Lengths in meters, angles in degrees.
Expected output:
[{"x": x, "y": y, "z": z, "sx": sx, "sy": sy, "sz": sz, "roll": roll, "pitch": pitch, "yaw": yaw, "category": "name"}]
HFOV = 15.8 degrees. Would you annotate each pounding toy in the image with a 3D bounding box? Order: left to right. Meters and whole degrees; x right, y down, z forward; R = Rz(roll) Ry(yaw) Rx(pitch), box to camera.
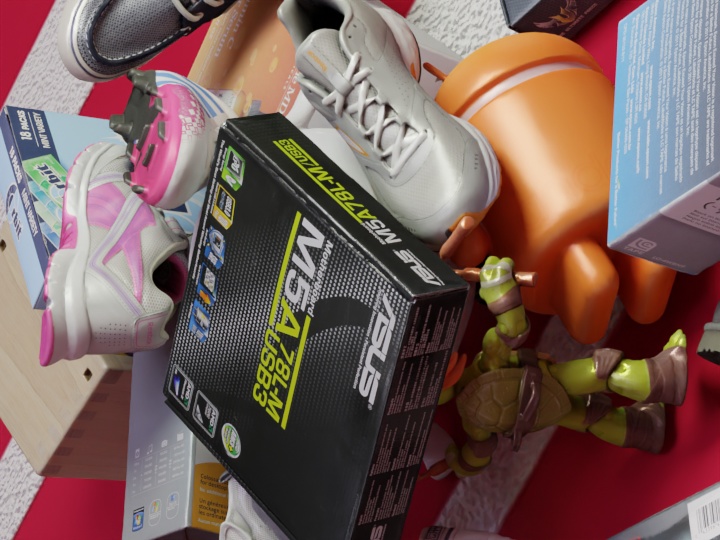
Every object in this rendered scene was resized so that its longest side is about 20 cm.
[{"x": -0.160, "y": 0.036, "z": 1.833, "sx": 0.142, "sy": 0.200, "sz": 0.184, "roll": -55, "pitch": 52, "yaw": 23, "category": "pounding toy"}]

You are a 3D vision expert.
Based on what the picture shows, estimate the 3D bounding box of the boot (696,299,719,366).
[{"x": 0.257, "y": -0.042, "z": 1.365, "sx": 0.182, "sy": 0.072, "sz": 0.201, "roll": 8, "pitch": 75, "yaw": 54, "category": "boot"}]

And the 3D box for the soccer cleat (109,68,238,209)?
[{"x": -0.103, "y": -0.082, "z": 1.619, "sx": 0.200, "sy": 0.086, "sz": 0.070, "roll": -119, "pitch": 49, "yaw": -70, "category": "soccer cleat"}]

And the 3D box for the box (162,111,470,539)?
[{"x": -0.031, "y": 0.043, "z": 1.461, "sx": 0.193, "sy": 0.047, "sz": 0.201, "roll": 46, "pitch": 133, "yaw": 41, "category": "box"}]

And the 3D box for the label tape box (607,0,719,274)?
[{"x": 0.209, "y": -0.101, "z": 1.346, "sx": 0.200, "sy": 0.066, "sz": 0.144, "roll": -34, "pitch": 44, "yaw": 53, "category": "label tape box"}]

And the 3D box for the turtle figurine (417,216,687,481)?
[{"x": 0.097, "y": 0.058, "z": 1.431, "sx": 0.065, "sy": 0.160, "sz": 0.201, "roll": -96, "pitch": 13, "yaw": -50, "category": "turtle figurine"}]

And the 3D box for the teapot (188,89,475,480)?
[{"x": 0.000, "y": 0.000, "z": 1.590, "sx": 0.197, "sy": 0.146, "sz": 0.200, "roll": 44, "pitch": 122, "yaw": 30, "category": "teapot"}]

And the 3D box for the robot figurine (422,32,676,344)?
[{"x": 0.114, "y": -0.056, "z": 1.505, "sx": 0.144, "sy": 0.117, "sz": 0.200, "roll": -38, "pitch": 59, "yaw": 17, "category": "robot figurine"}]

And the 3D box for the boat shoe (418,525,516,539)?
[{"x": 0.068, "y": 0.247, "z": 1.489, "sx": 0.069, "sy": 0.071, "sz": 0.201, "roll": 2, "pitch": 94, "yaw": 13, "category": "boat shoe"}]

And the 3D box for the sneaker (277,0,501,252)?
[{"x": 0.005, "y": -0.090, "z": 1.460, "sx": 0.076, "sy": 0.092, "sz": 0.200, "roll": -46, "pitch": 46, "yaw": 14, "category": "sneaker"}]

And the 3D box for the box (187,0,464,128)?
[{"x": -0.034, "y": -0.113, "z": 1.741, "sx": 0.153, "sy": 0.106, "sz": 0.200, "roll": -65, "pitch": 26, "yaw": 9, "category": "box"}]

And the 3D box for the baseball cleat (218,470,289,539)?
[{"x": -0.021, "y": 0.201, "z": 1.564, "sx": 0.106, "sy": 0.070, "sz": 0.201, "roll": -25, "pitch": 88, "yaw": 16, "category": "baseball cleat"}]

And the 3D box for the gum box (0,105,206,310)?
[{"x": -0.145, "y": -0.034, "z": 1.799, "sx": 0.045, "sy": 0.199, "sz": 0.170, "roll": -62, "pitch": 34, "yaw": 34, "category": "gum box"}]

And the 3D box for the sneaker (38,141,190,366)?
[{"x": -0.148, "y": -0.007, "z": 1.636, "sx": 0.200, "sy": 0.088, "sz": 0.082, "roll": -86, "pitch": 5, "yaw": -51, "category": "sneaker"}]

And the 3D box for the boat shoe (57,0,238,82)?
[{"x": -0.106, "y": -0.195, "z": 1.687, "sx": 0.200, "sy": 0.075, "sz": 0.093, "roll": -46, "pitch": 27, "yaw": -24, "category": "boat shoe"}]

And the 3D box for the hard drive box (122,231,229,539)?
[{"x": -0.067, "y": 0.094, "z": 1.674, "sx": 0.077, "sy": 0.155, "sz": 0.201, "roll": -25, "pitch": 56, "yaw": 47, "category": "hard drive box"}]

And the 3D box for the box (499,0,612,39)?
[{"x": 0.155, "y": -0.259, "z": 1.610, "sx": 0.200, "sy": 0.051, "sz": 0.158, "roll": -41, "pitch": 46, "yaw": 37, "category": "box"}]

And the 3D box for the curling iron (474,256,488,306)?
[{"x": 0.042, "y": -0.021, "z": 1.685, "sx": 0.200, "sy": 0.025, "sz": 0.050, "roll": 26, "pitch": 99, "yaw": 56, "category": "curling iron"}]

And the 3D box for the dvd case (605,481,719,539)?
[{"x": 0.175, "y": 0.225, "z": 1.393, "sx": 0.146, "sy": 0.022, "sz": 0.201, "roll": -35, "pitch": 50, "yaw": 42, "category": "dvd case"}]
